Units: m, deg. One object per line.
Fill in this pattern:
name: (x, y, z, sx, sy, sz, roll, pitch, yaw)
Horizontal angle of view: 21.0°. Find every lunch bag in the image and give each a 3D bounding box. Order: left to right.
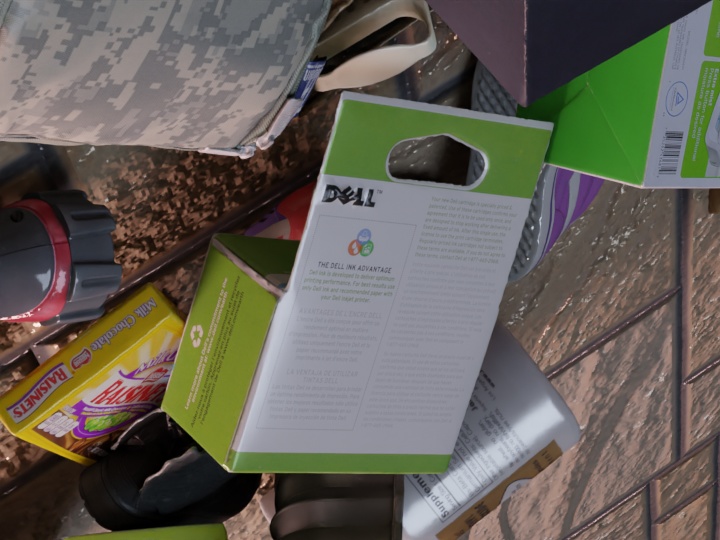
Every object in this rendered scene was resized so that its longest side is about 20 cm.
lunch bag: (-0.103, -0.128, 0.733, 0.200, 0.139, 0.169, -3, 105, -49)

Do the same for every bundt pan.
bundt pan: (-0.017, 0.181, 1.134, 0.075, 0.203, 0.202, 4, 140, -2)

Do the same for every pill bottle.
pill bottle: (0.037, 0.127, 1.287, 0.200, 0.114, 0.114, -38, 149, -2)

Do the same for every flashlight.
flashlight: (-0.211, 0.002, 0.910, 0.199, 0.068, 0.068, -7, 121, -41)

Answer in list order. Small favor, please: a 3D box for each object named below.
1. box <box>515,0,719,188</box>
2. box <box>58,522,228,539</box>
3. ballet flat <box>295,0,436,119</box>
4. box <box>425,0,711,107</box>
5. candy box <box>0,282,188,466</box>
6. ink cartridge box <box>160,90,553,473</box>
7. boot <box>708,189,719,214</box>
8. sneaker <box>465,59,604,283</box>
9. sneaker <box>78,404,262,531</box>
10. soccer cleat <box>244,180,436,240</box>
box: (0.184, -0.149, 1.029, 0.176, 0.096, 0.201, -4, 106, -46)
box: (-0.167, 0.182, 1.112, 0.200, 0.048, 0.122, -20, 166, 41)
ballet flat: (0.025, -0.141, 0.969, 0.200, 0.072, 0.068, -35, 148, -8)
box: (0.085, -0.203, 0.830, 0.182, 0.200, 0.104, -29, 148, -15)
candy box: (-0.129, 0.063, 1.061, 0.102, 0.026, 0.200, -40, 167, -2)
ink cartridge box: (0.000, 0.000, 1.000, 0.147, 0.076, 0.201, 5, 109, -38)
boot: (0.252, -0.099, 1.272, 0.175, 0.066, 0.200, -28, 149, -18)
sneaker: (0.117, -0.100, 1.143, 0.114, 0.072, 0.201, -36, 150, -46)
sneaker: (-0.087, 0.103, 1.117, 0.104, 0.060, 0.200, -37, 165, 25)
soccer cleat: (0.008, -0.016, 1.136, 0.073, 0.069, 0.200, -20, 166, 25)
